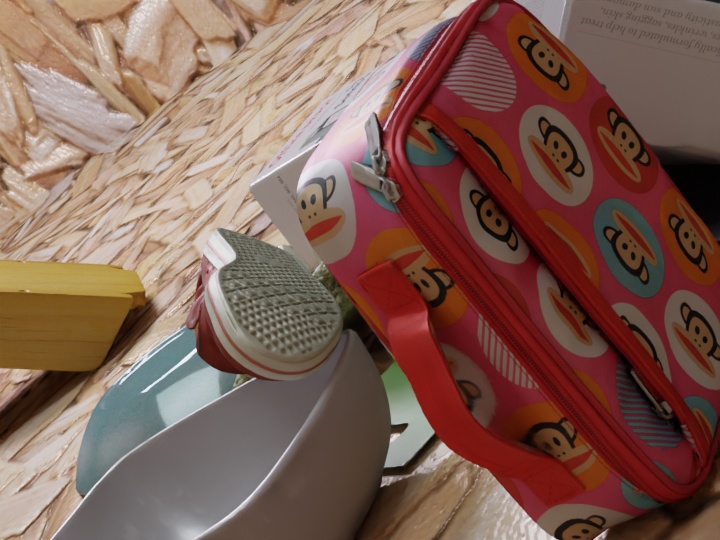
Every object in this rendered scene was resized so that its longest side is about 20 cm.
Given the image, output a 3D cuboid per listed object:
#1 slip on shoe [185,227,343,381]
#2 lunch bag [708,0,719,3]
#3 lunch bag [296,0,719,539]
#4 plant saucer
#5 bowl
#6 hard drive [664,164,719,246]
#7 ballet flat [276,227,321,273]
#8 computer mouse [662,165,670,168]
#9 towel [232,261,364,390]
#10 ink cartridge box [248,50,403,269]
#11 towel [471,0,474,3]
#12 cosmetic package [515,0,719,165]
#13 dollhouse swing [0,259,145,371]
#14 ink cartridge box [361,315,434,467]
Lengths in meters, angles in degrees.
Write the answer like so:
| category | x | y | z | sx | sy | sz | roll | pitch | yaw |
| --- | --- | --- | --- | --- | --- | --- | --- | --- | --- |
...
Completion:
| category | x | y | z | sx | sy | sz | roll | pitch | yaw |
| --- | --- | --- | --- | --- | --- | --- | --- | --- | --- |
| slip on shoe | -0.055 | 0.028 | 1.202 | 0.200 | 0.074 | 0.061 | -127 | 57 | -75 |
| lunch bag | 0.130 | -0.199 | 1.268 | 0.094 | 0.200 | 0.151 | -11 | 65 | 26 |
| lunch bag | 0.065 | 0.005 | 0.931 | 0.082 | 0.200 | 0.176 | -30 | 17 | 38 |
| plant saucer | -0.129 | 0.077 | 1.624 | 0.201 | 0.039 | 0.201 | -35 | 13 | 9 |
| bowl | -0.073 | 0.133 | 1.161 | 0.200 | 0.075 | 0.200 | -31 | 13 | 30 |
| hard drive | 0.159 | -0.017 | 1.120 | 0.200 | 0.042 | 0.135 | -27 | 16 | 45 |
| ballet flat | -0.027 | -0.002 | 1.552 | 0.200 | 0.065 | 0.071 | -45 | 3 | -35 |
| computer mouse | 0.202 | -0.092 | 1.265 | 0.200 | 0.059 | 0.034 | -38 | -10 | -15 |
| towel | 0.000 | 0.000 | 1.406 | 0.148 | 0.036 | 0.200 | -43 | -5 | -44 |
| ink cartridge box | 0.034 | -0.102 | 1.714 | 0.200 | 0.084 | 0.146 | -29 | 15 | 37 |
| towel | 0.082 | -0.115 | 1.459 | 0.147 | 0.024 | 0.201 | -122 | 43 | -73 |
| cosmetic package | 0.123 | -0.094 | 1.128 | 0.200 | 0.101 | 0.074 | -169 | 90 | -82 |
| dollhouse swing | -0.289 | 0.090 | 2.060 | 0.181 | 0.176 | 0.200 | 3 | 7 | -10 |
| ink cartridge box | 0.044 | 0.030 | 1.279 | 0.200 | 0.048 | 0.145 | -41 | 12 | -26 |
